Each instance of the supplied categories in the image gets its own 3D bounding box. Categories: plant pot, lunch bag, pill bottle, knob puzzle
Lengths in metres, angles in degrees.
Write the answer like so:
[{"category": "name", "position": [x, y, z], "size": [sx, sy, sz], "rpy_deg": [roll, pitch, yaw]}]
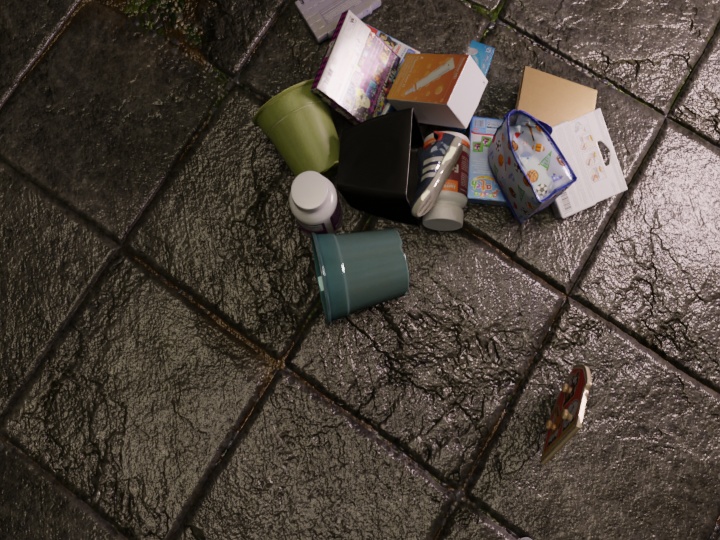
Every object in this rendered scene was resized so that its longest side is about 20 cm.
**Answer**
[{"category": "plant pot", "position": [0.000, 0.000, 1.341], "size": [0.189, 0.201, 0.207], "rpy_deg": [-10, 77, -7]}, {"category": "lunch bag", "position": [0.364, -0.237, 1.332], "size": [0.121, 0.170, 0.204], "rpy_deg": [-29, 80, -8]}, {"category": "pill bottle", "position": [0.195, -0.205, 1.401], "size": [0.110, 0.114, 0.208], "rpy_deg": [3, 78, 4]}, {"category": "plant pot", "position": [-0.126, -0.307, 1.420], "size": [0.195, 0.200, 0.195], "rpy_deg": [-27, 90, -3]}, {"category": "plant pot", "position": [0.047, -0.230, 1.385], "size": [0.171, 0.199, 0.208], "rpy_deg": [1, 78, 15]}, {"category": "knob puzzle", "position": [0.423, 0.276, 1.257], "size": [0.030, 0.220, 0.225], "rpy_deg": [23, 80, 8]}, {"category": "pill bottle", "position": [-0.102, -0.148, 1.363], "size": [0.108, 0.200, 0.117], "rpy_deg": [-1, 78, 3]}]

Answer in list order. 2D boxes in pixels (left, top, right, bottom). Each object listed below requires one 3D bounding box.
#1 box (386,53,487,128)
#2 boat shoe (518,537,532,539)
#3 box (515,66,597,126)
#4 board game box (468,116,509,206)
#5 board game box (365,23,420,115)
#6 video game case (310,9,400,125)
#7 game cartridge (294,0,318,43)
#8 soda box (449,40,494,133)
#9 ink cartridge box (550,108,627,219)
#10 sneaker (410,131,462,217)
[{"category": "box", "position": [0.175, -0.419, 1.401], "size": [0.197, 0.097, 0.127], "rpy_deg": [21, 82, 45]}, {"category": "boat shoe", "position": [0.377, 0.656, 1.239], "size": [0.070, 0.062, 0.204], "rpy_deg": [-27, 79, -3]}, {"category": "box", "position": [0.466, -0.383, 1.446], "size": [0.193, 0.021, 0.169], "rpy_deg": [15, 79, -7]}, {"category": "board game box", "position": [0.327, -0.259, 1.444], "size": [0.145, 0.037, 0.208], "rpy_deg": [6, 78, 3]}, {"category": "board game box", "position": [0.020, -0.489, 1.500], "size": [0.192, 0.056, 0.204], "rpy_deg": [29, 81, 9]}, {"category": "video game case", "position": [-0.007, -0.454, 1.393], "size": [0.179, 0.035, 0.206], "rpy_deg": [28, 77, -35]}, {"category": "game cartridge", "position": [-0.057, -0.685, 1.558], "size": [0.196, 0.038, 0.132], "rpy_deg": [-32, 82, -4]}, {"category": "soda box", "position": [0.262, -0.446, 1.470], "size": [0.062, 0.068, 0.206], "rpy_deg": [20, 80, 7]}, {"category": "ink cartridge box", "position": [0.504, -0.248, 1.404], "size": [0.169, 0.044, 0.206], "rpy_deg": [-22, 93, -3]}, {"category": "sneaker", "position": [0.146, -0.214, 1.320], "size": [0.083, 0.075, 0.203], "rpy_deg": [27, 76, 18]}]
